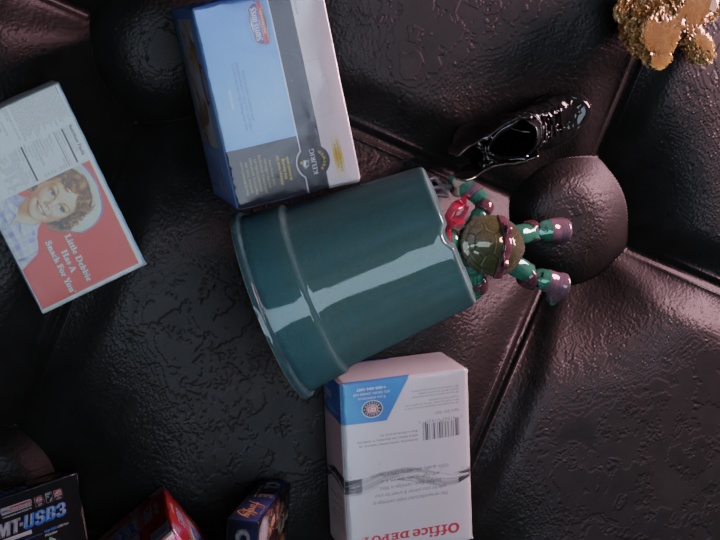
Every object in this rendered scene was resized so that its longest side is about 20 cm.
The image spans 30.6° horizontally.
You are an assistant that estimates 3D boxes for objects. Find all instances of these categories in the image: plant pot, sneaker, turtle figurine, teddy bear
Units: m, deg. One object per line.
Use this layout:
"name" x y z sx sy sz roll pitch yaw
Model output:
"plant pot" 0.000 0.000 1.313 0.196 0.200 0.200 -21 106 4
"sneaker" 0.176 -0.144 1.416 0.200 0.104 0.060 -18 104 -14
"turtle figurine" 0.135 -0.024 1.434 0.200 0.101 0.150 8 98 -24
"teddy bear" 0.362 -0.303 1.474 0.145 0.067 0.200 42 80 -29

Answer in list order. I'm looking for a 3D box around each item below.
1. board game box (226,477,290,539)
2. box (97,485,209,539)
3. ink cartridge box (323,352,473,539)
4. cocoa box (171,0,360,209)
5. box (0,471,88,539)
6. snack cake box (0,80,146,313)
"board game box" -0.111 0.338 1.401 0.035 0.135 0.200 5 100 10
"box" -0.203 0.301 1.327 0.100 0.200 0.096 -39 99 -7
"ink cartridge box" 0.040 0.202 1.449 0.145 0.084 0.200 -6 102 -17
"cocoa box" -0.096 -0.176 1.309 0.131 0.133 0.200 -15 104 -14
"box" -0.353 0.320 1.302 0.200 0.050 0.199 -15 96 -51
"snack cake box" -0.308 -0.073 1.298 0.115 0.067 0.200 -27 107 -13
